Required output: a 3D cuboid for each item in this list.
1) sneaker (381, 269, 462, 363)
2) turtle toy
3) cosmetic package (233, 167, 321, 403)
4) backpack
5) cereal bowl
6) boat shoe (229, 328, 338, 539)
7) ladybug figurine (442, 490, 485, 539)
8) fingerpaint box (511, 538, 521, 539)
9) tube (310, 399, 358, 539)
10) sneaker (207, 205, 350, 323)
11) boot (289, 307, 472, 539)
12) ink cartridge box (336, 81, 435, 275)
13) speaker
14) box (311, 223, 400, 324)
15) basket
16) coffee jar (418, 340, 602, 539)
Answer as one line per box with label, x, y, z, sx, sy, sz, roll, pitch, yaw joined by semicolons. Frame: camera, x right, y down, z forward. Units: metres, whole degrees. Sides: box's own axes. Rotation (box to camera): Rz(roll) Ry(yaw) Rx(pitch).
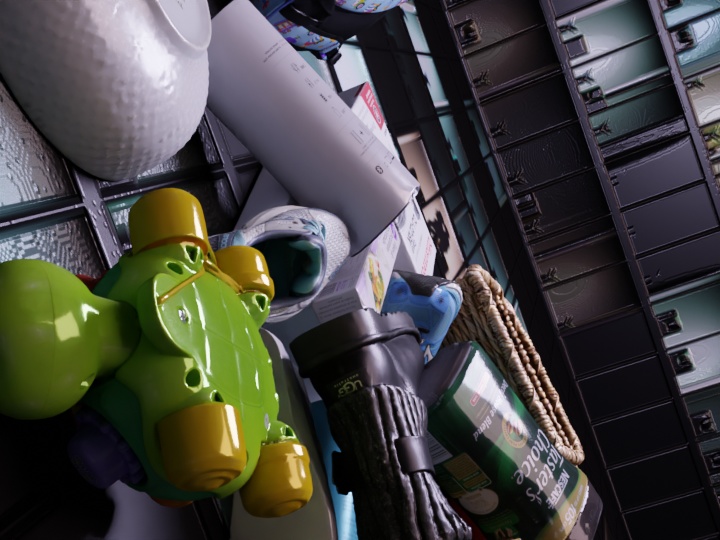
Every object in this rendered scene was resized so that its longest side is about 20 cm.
sneaker;0.043;0.074;0.971;0.201;0.077;0.091;101;-3;-56
turtle toy;-0.104;0.045;0.518;0.200;0.100;0.148;43;29;-60
cosmetic package;-0.043;-0.003;0.904;0.201;0.051;0.152;-77;144;-63
backpack;-0.038;-0.297;1.068;0.136;0.181;0.199;62;26;2
cereal bowl;-0.147;-0.162;0.654;0.200;0.082;0.204;-19;91;-75
boat shoe;-0.050;0.136;0.693;0.069;0.071;0.202;46;20;-57
ladybug figurine;0.130;0.230;1.182;0.136;0.071;0.203;-55;124;-71
fingerpaint box;0.118;0.317;0.771;0.167;0.072;0.204;-153;-126;-84
tube;-0.017;0.193;0.774;0.078;0.050;0.203;57;25;-53
sneaker;-0.049;0.000;0.717;0.199;0.085;0.079;-24;105;-58
boot;0.020;0.115;0.730;0.160;0.078;0.211;66;11;10
ink cartridge box;0.002;-0.068;1.087;0.145;0.082;0.203;-72;141;-68
speaker;-0.048;-0.110;0.826;0.200;0.081;0.081;46;19;-7
box;0.000;0.000;0.884;0.200;0.041;0.039;-72;141;-68
basket;0.149;0.109;1.064;0.141;0.149;0.203;-5;62;-41
coffee jar;0.117;0.165;0.909;0.201;0.085;0.105;50;41;-12
